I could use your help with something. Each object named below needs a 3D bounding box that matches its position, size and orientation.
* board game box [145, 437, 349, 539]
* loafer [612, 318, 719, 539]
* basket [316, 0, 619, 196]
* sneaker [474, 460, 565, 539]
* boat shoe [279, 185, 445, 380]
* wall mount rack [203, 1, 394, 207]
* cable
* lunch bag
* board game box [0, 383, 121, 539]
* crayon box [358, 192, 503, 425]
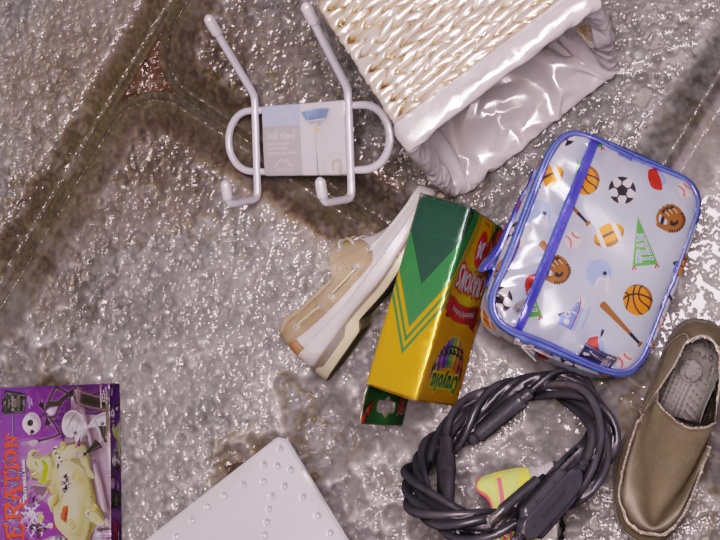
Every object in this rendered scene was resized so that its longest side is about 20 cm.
[{"bbox_3d":[-0.092,0.291,1.186,0.199,0.026,0.201,-38,69,9],"label":"board game box"},{"bbox_3d":[0.264,0.136,1.114,0.074,0.070,0.202,15,88,14],"label":"loafer"},{"bbox_3d":[0.095,-0.196,1.124,0.199,0.198,0.162,-38,74,7],"label":"basket"},{"bbox_3d":[0.132,0.268,1.132,0.089,0.078,0.203,0,73,13],"label":"sneaker"},{"bbox_3d":[0.000,0.000,1.185,0.068,0.075,0.201,36,94,8],"label":"boat shoe"},{"bbox_3d":[-0.069,-0.146,1.176,0.198,0.074,0.176,1,98,36],"label":"wall mount rack"},{"bbox_3d":[0.129,0.159,1.121,0.162,0.051,0.200,17,53,46],"label":"cable"},{"bbox_3d":[0.193,-0.010,1.125,0.159,0.076,0.202,24,82,-2],"label":"lunch bag"},{"bbox_3d":[-0.290,0.212,1.256,0.119,0.032,0.203,-4,84,17],"label":"board game box"},{"bbox_3d":[0.064,0.044,1.139,0.050,0.127,0.202,16,89,20],"label":"crayon box"}]
